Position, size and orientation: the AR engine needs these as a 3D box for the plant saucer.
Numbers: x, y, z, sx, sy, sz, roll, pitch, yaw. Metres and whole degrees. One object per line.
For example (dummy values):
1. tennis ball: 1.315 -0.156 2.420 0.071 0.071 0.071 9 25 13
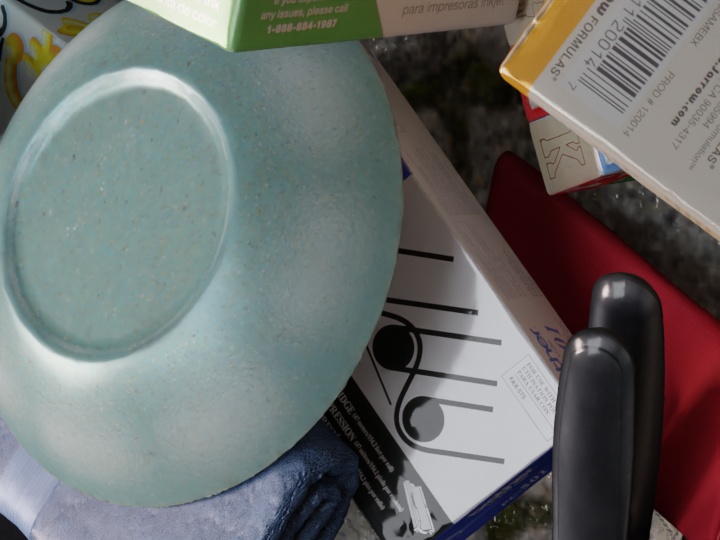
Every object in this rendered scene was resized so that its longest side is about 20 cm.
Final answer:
1. plant saucer: -0.077 -0.016 1.055 0.201 0.039 0.201 -10 72 34

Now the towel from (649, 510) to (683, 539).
1. towel: 0.173 0.128 1.061 0.193 0.035 0.200 52 132 29

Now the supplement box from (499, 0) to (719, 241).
1. supplement box: 0.148 -0.029 0.925 0.200 0.126 0.074 37 95 6

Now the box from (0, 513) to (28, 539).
1. box: -0.161 0.098 1.260 0.200 0.123 0.198 55 173 22

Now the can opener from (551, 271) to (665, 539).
1. can opener: 0.088 0.079 1.015 0.079 0.063 0.200 6 130 12

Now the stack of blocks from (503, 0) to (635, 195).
1. stack of blocks: 0.100 -0.140 1.057 0.115 0.059 0.200 -21 83 46

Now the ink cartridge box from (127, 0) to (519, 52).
1. ink cartridge box: -0.002 -0.186 1.004 0.084 0.145 0.200 29 117 39

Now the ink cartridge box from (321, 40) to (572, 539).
1. ink cartridge box: 0.000 0.000 1.081 0.094 0.044 0.200 -41 75 21

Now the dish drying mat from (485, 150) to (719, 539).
1. dish drying mat: 0.094 0.029 1.083 0.200 0.018 0.077 45 131 55

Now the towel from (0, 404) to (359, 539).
1. towel: -0.088 0.060 1.097 0.200 0.049 0.112 39 102 36

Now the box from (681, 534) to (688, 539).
1. box: 0.180 0.126 0.992 0.200 0.021 0.164 36 122 47

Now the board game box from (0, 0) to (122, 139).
1. board game box: -0.101 -0.057 1.245 0.200 0.105 0.103 37 121 34
